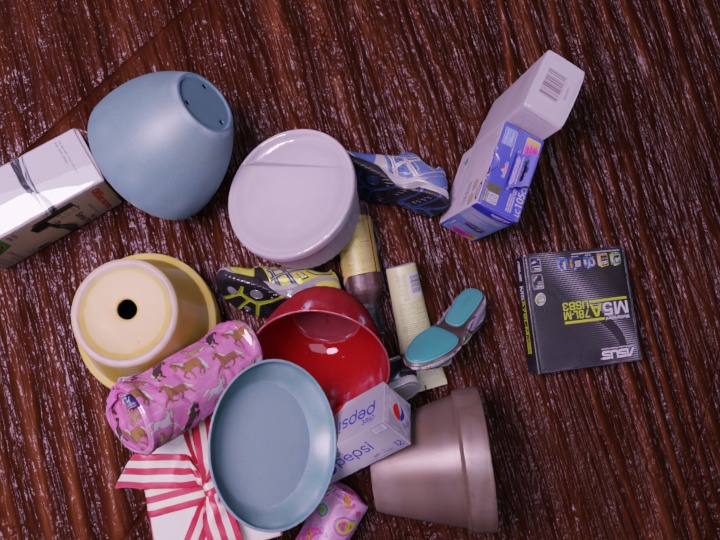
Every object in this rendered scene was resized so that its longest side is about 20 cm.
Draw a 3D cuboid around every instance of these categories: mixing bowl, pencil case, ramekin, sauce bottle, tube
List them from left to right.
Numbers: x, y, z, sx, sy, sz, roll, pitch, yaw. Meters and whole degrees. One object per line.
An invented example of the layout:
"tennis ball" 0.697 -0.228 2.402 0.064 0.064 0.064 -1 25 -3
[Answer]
"pencil case" -0.207 0.136 0.754 0.199 0.081 0.089 -31 127 -48
"ramekin" -0.090 -0.098 0.919 0.196 0.094 0.208 -5 69 14
"pencil case" -0.067 0.409 0.898 0.086 0.087 0.203 31 79 -6
"mixing bowl" -0.052 0.098 0.878 0.195 0.203 0.110 18 37 -8
"sauce bottle" 0.000 0.000 0.972 0.063 0.065 0.206 -8 83 -12
"tube" 0.084 0.092 0.990 0.057 0.052 0.206 -13 91 26

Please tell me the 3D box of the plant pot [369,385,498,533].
"plant pot" 0.102 0.282 0.908 0.168 0.200 0.206 -6 84 4

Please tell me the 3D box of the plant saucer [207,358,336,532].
"plant saucer" -0.113 0.216 0.772 0.197 0.035 0.206 15 68 -42

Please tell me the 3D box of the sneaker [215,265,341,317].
"sneaker" -0.124 0.025 0.951 0.194 0.076 0.078 12 49 -7

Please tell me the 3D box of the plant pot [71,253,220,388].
"plant pot" -0.294 0.067 0.833 0.194 0.189 0.207 2 78 -8

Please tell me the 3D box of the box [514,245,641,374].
"box" 0.368 0.066 1.049 0.194 0.048 0.199 -4 82 -11

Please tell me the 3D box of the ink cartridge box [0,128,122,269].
"ink cartridge box" -0.445 -0.094 0.852 0.198 0.146 0.084 -33 91 -13

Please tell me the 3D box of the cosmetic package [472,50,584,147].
"cosmetic package" 0.262 -0.251 0.988 0.073 0.200 0.103 29 79 -6

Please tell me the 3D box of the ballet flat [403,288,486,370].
"ballet flat" 0.138 0.109 0.964 0.073 0.072 0.199 51 54 -2

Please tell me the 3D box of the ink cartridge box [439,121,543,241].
"ink cartridge box" 0.206 -0.136 0.962 0.075 0.200 0.140 22 79 -7

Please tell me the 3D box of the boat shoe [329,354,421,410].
"boat shoe" -0.004 0.194 0.950 0.195 0.077 0.061 -21 49 -4

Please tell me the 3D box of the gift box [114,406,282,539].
"gift box" -0.211 0.289 0.830 0.195 0.187 0.190 -16 86 -14

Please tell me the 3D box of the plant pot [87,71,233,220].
"plant pot" -0.253 -0.194 0.858 0.199 0.133 0.204 35 39 -35

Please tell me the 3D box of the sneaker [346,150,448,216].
"sneaker" 0.052 -0.154 1.008 0.195 0.076 0.079 19 57 -9

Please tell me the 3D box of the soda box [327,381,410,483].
"soda box" -0.021 0.239 0.872 0.198 0.069 0.063 -34 120 28
